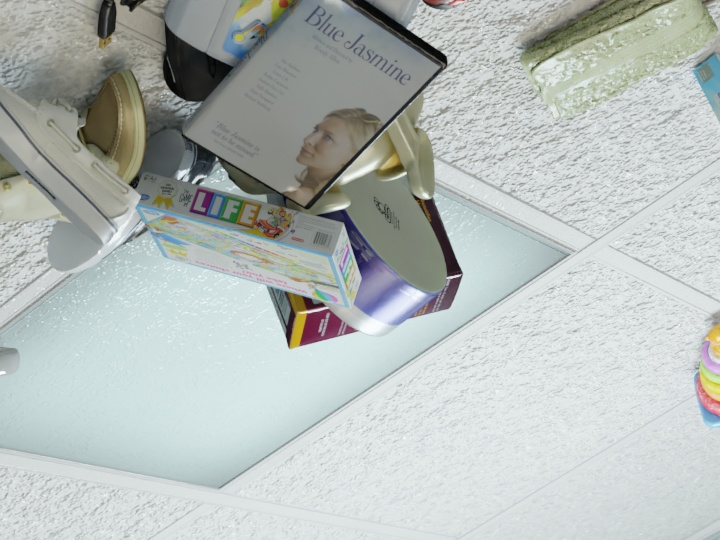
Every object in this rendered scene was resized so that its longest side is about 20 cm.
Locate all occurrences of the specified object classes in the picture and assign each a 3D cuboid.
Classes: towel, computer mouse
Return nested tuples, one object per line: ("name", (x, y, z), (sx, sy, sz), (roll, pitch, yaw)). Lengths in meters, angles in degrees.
("towel", (0.269, -0.230, 1.872), (0.199, 0.037, 0.148), (-28, 153, 12))
("computer mouse", (-0.163, -0.197, 1.598), (0.139, 0.046, 0.201), (-14, 152, -18))

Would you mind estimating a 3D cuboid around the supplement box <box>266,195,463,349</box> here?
("supplement box", (0.000, 0.000, 2.007), (0.198, 0.111, 0.086), (-13, 152, -17))

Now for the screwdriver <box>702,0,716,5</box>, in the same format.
("screwdriver", (0.441, -0.310, 1.875), (0.199, 0.028, 0.029), (-27, 124, 13))

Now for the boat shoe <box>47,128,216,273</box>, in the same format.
("boat shoe", (-0.224, -0.061, 1.781), (0.200, 0.072, 0.068), (-41, 147, 19))

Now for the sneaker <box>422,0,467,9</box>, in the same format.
("sneaker", (0.103, -0.308, 1.572), (0.097, 0.071, 0.200), (7, 139, -44))

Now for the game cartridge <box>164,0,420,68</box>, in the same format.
("game cartridge", (-0.057, -0.221, 1.522), (0.198, 0.041, 0.134), (14, 133, -17))

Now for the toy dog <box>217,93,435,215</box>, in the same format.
("toy dog", (-0.046, -0.138, 1.696), (0.198, 0.195, 0.140), (-16, 135, 18))

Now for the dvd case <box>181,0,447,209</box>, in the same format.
("dvd case", (-0.040, -0.149, 1.552), (0.142, 0.018, 0.200), (30, 123, -26))

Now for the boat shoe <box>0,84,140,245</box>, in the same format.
("boat shoe", (-0.271, -0.115, 1.577), (0.070, 0.200, 0.071), (-48, -165, -15))

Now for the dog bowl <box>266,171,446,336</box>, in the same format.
("dog bowl", (-0.002, -0.038, 1.839), (0.079, 0.201, 0.199), (-36, 150, 21))

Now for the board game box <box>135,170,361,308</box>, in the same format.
("board game box", (-0.104, -0.028, 1.697), (0.198, 0.035, 0.135), (15, 160, 13))

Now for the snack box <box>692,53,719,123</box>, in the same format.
("snack box", (0.458, -0.166, 2.044), (0.037, 0.117, 0.199), (-37, 149, 28))

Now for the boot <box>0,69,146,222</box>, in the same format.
("boot", (-0.285, -0.105, 1.652), (0.153, 0.073, 0.201), (-4, 148, -27))

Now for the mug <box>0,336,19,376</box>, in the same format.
("mug", (-0.423, 0.084, 1.768), (0.198, 0.150, 0.175), (3, 180, 34))

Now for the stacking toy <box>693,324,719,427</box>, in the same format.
("stacking toy", (0.543, 0.136, 2.693), (0.115, 0.111, 0.201), (-15, 143, 11))
